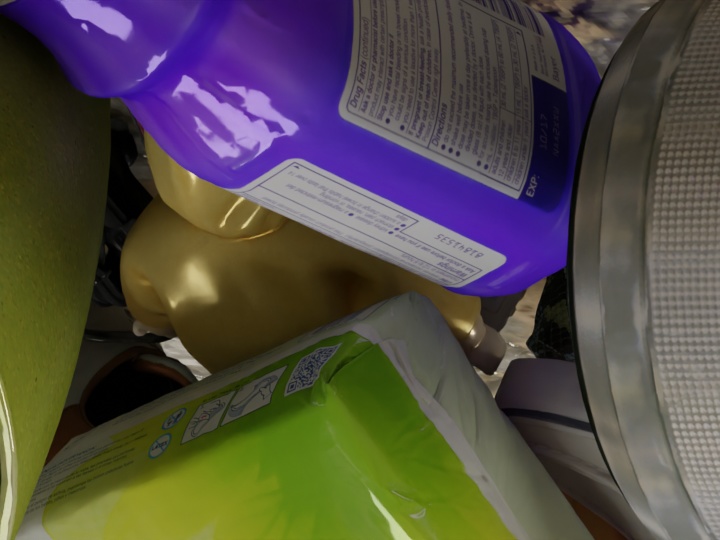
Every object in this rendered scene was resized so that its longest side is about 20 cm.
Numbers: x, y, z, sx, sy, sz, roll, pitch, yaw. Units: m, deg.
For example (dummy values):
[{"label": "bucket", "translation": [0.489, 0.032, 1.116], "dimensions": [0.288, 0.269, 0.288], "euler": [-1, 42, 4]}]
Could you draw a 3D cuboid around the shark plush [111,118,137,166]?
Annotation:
[{"label": "shark plush", "translation": [-0.148, -0.010, 1.021], "dimensions": [0.083, 0.091, 0.200], "euler": [50, 153, -17]}]

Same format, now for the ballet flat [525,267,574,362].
[{"label": "ballet flat", "translation": [0.091, 0.044, 1.046], "dimensions": [0.074, 0.074, 0.200], "euler": [6, 162, 14]}]

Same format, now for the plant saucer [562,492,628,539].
[{"label": "plant saucer", "translation": [0.156, 0.070, 0.877], "dimensions": [0.200, 0.200, 0.037], "euler": [5, -175, 14]}]

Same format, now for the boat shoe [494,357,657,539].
[{"label": "boat shoe", "translation": [0.120, 0.093, 0.829], "dimensions": [0.200, 0.066, 0.072], "euler": [29, 167, 3]}]

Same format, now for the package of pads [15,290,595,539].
[{"label": "package of pads", "translation": [0.003, 0.117, 0.845], "dimensions": [0.154, 0.068, 0.200], "euler": [-24, 105, 38]}]

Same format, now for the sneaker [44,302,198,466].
[{"label": "sneaker", "translation": [-0.086, 0.051, 1.047], "dimensions": [0.085, 0.073, 0.200], "euler": [-10, -162, 14]}]

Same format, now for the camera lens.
[{"label": "camera lens", "translation": [0.162, 0.000, 0.710], "dimensions": [0.200, 0.160, 0.160], "euler": [-1, 160, 32]}]

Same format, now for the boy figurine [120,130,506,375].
[{"label": "boy figurine", "translation": [-0.021, 0.005, 0.864], "dimensions": [0.124, 0.064, 0.200], "euler": [0, 131, 32]}]

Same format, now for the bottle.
[{"label": "bottle", "translation": [-0.020, -0.058, 0.753], "dimensions": [0.200, 0.084, 0.065], "euler": [23, 140, -39]}]

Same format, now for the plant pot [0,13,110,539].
[{"label": "plant pot", "translation": [-0.142, -0.014, 0.752], "dimensions": [0.187, 0.200, 0.187], "euler": [7, 119, 13]}]

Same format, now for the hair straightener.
[{"label": "hair straightener", "translation": [-0.084, -0.023, 0.933], "dimensions": [0.077, 0.041, 0.200], "euler": [-12, 157, 6]}]

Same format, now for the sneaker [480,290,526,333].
[{"label": "sneaker", "translation": [0.000, 0.000, 0.982], "dimensions": [0.082, 0.074, 0.200], "euler": [32, 158, -5]}]
